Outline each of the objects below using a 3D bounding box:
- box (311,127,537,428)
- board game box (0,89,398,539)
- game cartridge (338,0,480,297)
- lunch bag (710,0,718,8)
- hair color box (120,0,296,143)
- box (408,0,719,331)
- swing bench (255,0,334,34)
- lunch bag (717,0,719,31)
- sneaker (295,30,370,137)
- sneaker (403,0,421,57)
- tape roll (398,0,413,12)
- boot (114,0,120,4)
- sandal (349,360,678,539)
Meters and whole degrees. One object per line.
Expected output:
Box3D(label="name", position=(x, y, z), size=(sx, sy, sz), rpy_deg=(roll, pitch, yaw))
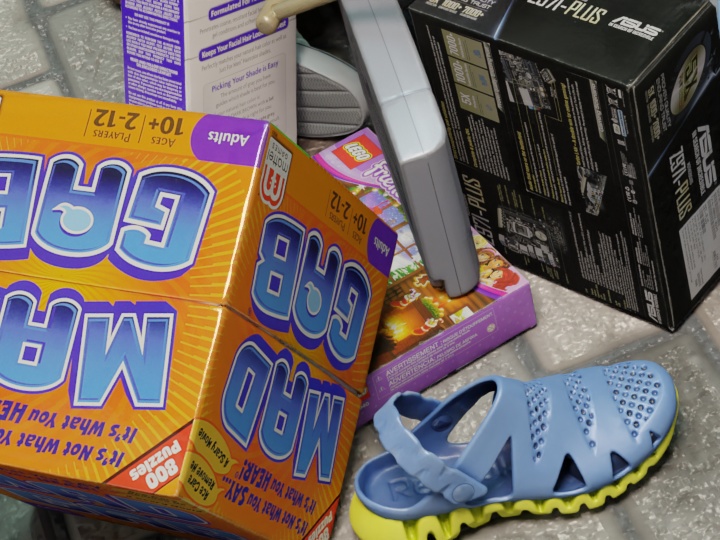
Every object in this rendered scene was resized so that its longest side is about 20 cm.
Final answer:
Box3D(label="box", position=(0.000, 0.000, 1.426), size=(0.136, 0.039, 0.200), rpy_deg=(-29, 44, -15))
Box3D(label="board game box", position=(-0.122, 0.032, 1.259), size=(0.198, 0.200, 0.201), rpy_deg=(8, 77, 24))
Box3D(label="game cartridge", position=(0.027, -0.095, 1.391), size=(0.041, 0.134, 0.201), rpy_deg=(-20, 42, 2))
Box3D(label="lunch bag", position=(0.182, -0.217, 1.430), size=(0.199, 0.161, 0.076), rpy_deg=(20, 47, 26))
Box3D(label="hair color box", position=(-0.097, -0.147, 1.471), size=(0.065, 0.201, 0.109), rpy_deg=(21, 31, 34))
Box3D(label="box", position=(0.133, -0.084, 1.356), size=(0.163, 0.201, 0.086), rpy_deg=(23, 56, 35))
Box3D(label="swing bench", position=(0.034, -0.259, 1.363), size=(0.198, 0.130, 0.200), rpy_deg=(-13, 20, 41))
Box3D(label="lunch bag", position=(0.256, -0.059, 1.330), size=(0.093, 0.151, 0.201), rpy_deg=(-2, 44, 14))
Box3D(label="sneaker", position=(-0.067, -0.150, 1.579), size=(0.199, 0.073, 0.071), rpy_deg=(19, 51, 30))
Box3D(label="sneaker", position=(0.107, -0.199, 1.587), size=(0.199, 0.078, 0.086), rpy_deg=(-23, 37, -22))
Box3D(label="tape roll", position=(0.050, -0.277, 1.583), size=(0.066, 0.201, 0.200), rpy_deg=(20, 53, 31))
Box3D(label="boot", position=(-0.130, -0.282, 1.734), size=(0.200, 0.073, 0.166), rpy_deg=(-37, 49, -17))
Box3D(label="sandal", position=(0.085, 0.093, 1.271), size=(0.199, 0.087, 0.080), rpy_deg=(-20, 41, -7))
